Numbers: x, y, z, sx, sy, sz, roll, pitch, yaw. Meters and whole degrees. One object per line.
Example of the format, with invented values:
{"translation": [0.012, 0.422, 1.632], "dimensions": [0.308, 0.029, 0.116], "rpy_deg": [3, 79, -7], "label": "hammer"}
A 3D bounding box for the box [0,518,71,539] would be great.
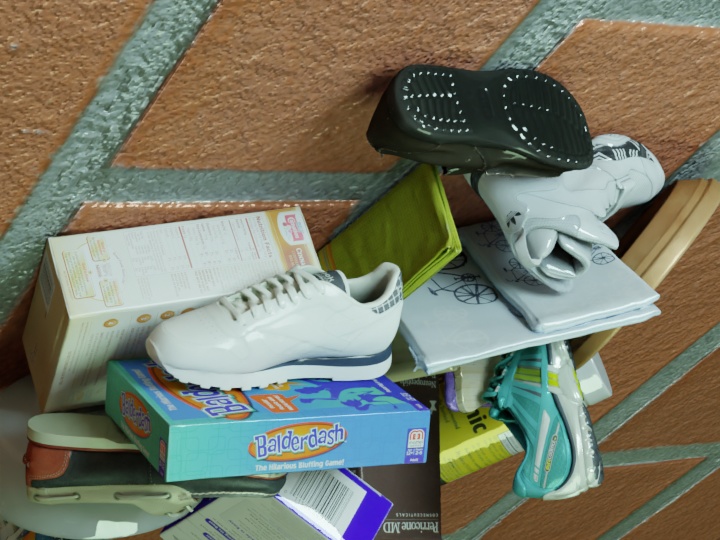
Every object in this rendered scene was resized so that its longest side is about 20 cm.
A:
{"translation": [-0.282, 0.226, 1.610], "dimensions": [0.136, 0.201, 0.038], "rpy_deg": [-31, 152, 26], "label": "box"}

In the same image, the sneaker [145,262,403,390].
{"translation": [-0.062, 0.034, 1.380], "dimensions": [0.199, 0.076, 0.081], "rpy_deg": [-6, 126, -30], "label": "sneaker"}

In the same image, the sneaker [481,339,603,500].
{"translation": [0.134, 0.087, 1.510], "dimensions": [0.079, 0.201, 0.078], "rpy_deg": [-15, 150, 5], "label": "sneaker"}

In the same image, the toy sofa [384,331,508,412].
{"translation": [0.098, 0.075, 1.600], "dimensions": [0.083, 0.098, 0.200], "rpy_deg": [-11, 171, 37], "label": "toy sofa"}

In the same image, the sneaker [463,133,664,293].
{"translation": [0.173, -0.043, 1.474], "dimensions": [0.199, 0.115, 0.075], "rpy_deg": [4, 144, -39], "label": "sneaker"}

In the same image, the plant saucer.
{"translation": [0.228, -0.003, 1.588], "dimensions": [0.200, 0.037, 0.200], "rpy_deg": [-50, 177, -3], "label": "plant saucer"}

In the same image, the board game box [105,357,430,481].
{"translation": [-0.070, 0.102, 1.390], "dimensions": [0.199, 0.152, 0.045], "rpy_deg": [-2, 106, -25], "label": "board game box"}

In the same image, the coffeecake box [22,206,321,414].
{"translation": [-0.146, 0.031, 1.455], "dimensions": [0.199, 0.073, 0.154], "rpy_deg": [-8, 151, -23], "label": "coffeecake box"}

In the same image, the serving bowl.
{"translation": [-0.212, 0.128, 1.509], "dimensions": [0.199, 0.200, 0.066], "rpy_deg": [-8, 121, -23], "label": "serving bowl"}

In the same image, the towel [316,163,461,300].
{"translation": [0.000, 0.000, 1.481], "dimensions": [0.018, 0.086, 0.200], "rpy_deg": [9, 143, -41], "label": "towel"}

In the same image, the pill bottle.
{"translation": [0.131, 0.119, 1.791], "dimensions": [0.199, 0.112, 0.111], "rpy_deg": [-24, 155, 10], "label": "pill bottle"}

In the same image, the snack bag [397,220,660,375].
{"translation": [0.108, 0.011, 1.491], "dimensions": [0.199, 0.189, 0.022], "rpy_deg": [-13, 119, -13], "label": "snack bag"}

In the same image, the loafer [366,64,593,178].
{"translation": [0.084, -0.104, 1.360], "dimensions": [0.199, 0.073, 0.071], "rpy_deg": [10, 153, -38], "label": "loafer"}

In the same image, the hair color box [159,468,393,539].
{"translation": [-0.070, 0.199, 1.515], "dimensions": [0.109, 0.065, 0.200], "rpy_deg": [39, 146, -10], "label": "hair color box"}

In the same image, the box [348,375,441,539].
{"translation": [0.010, 0.132, 1.614], "dimensions": [0.100, 0.201, 0.075], "rpy_deg": [6, 170, -44], "label": "box"}

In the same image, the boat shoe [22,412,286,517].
{"translation": [-0.151, 0.149, 1.396], "dimensions": [0.199, 0.063, 0.071], "rpy_deg": [6, -166, 4], "label": "boat shoe"}
